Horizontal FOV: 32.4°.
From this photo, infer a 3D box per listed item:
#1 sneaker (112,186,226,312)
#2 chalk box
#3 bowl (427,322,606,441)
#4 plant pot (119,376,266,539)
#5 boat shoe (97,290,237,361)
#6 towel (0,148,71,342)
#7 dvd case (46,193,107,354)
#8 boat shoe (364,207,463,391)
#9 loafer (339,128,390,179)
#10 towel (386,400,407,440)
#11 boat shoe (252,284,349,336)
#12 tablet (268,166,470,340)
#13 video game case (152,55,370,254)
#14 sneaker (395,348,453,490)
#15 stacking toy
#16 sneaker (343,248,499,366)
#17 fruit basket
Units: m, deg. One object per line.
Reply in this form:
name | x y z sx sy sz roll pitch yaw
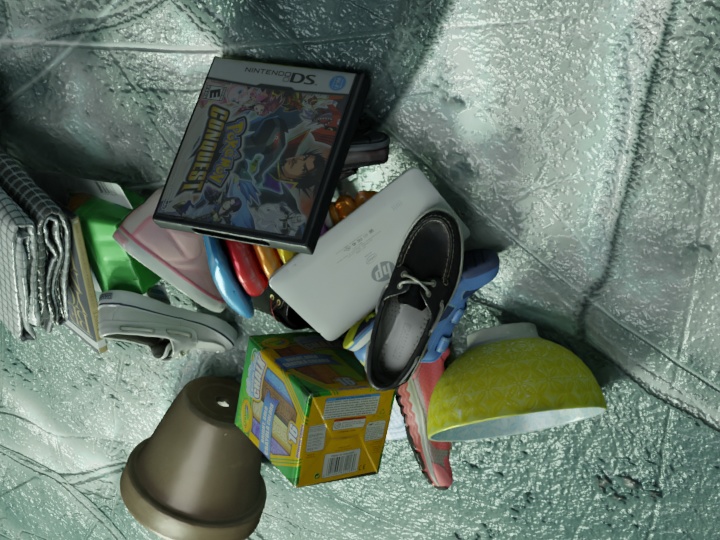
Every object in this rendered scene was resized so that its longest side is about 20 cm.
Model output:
sneaker | -0.202 -0.029 1.497 0.075 0.105 0.200 34 174 40
chalk box | -0.067 0.150 1.488 0.200 0.124 0.125 37 123 48
bowl | 0.165 0.119 1.374 0.199 0.200 0.108 -19 73 38
plant pot | -0.207 0.241 1.664 0.199 0.200 0.175 24 116 9
boat shoe | -0.240 0.081 1.552 0.072 0.066 0.199 -15 153 40
towel | -0.419 -0.033 1.500 0.165 0.085 0.201 40 140 30
dvd case | -0.377 -0.007 1.549 0.148 0.016 0.201 30 137 40
boat shoe | 0.053 0.033 1.298 0.074 0.060 0.201 25 103 8
loafer | -0.062 -0.115 1.331 0.199 0.072 0.063 0 112 15
towel | 0.005 0.164 1.575 0.199 0.024 0.147 -21 113 39
boat shoe | -0.081 0.031 1.488 0.200 0.063 0.074 9 133 24
tablet | 0.012 -0.014 1.328 0.200 0.014 0.130 -37 133 8
video game case | -0.102 -0.124 1.283 0.180 0.201 0.026 10 160 21
sneaker | 0.094 0.173 1.483 0.086 0.074 0.201 -18 111 -3
stacking toy | -0.066 -0.045 1.333 0.199 0.110 0.116 -21 137 4
sneaker | 0.078 0.049 1.371 0.200 0.074 0.082 -35 100 16
fruit basket | -0.335 -0.046 1.563 0.199 0.094 0.186 14 133 40
